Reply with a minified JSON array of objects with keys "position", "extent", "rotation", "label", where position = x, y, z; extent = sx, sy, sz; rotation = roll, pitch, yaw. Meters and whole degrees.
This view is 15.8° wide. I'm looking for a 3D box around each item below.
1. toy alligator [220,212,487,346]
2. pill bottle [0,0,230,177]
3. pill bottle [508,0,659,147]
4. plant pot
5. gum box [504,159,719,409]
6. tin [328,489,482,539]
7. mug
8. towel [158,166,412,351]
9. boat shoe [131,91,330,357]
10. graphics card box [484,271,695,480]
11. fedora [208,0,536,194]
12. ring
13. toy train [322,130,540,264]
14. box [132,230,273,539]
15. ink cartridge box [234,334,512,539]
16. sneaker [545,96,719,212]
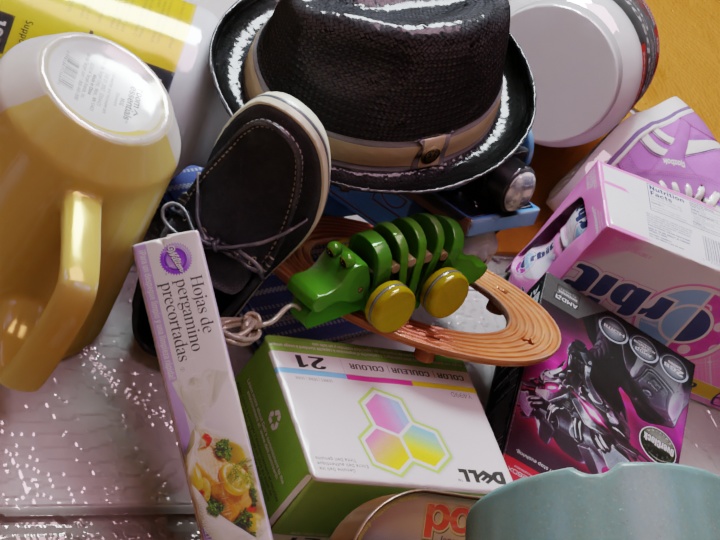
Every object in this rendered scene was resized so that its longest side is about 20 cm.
[{"position":[0.000,0.000,1.503],"extent":[0.200,0.054,0.059],"rotation":[-13,40,-37],"label":"toy alligator"},{"position":[-0.149,-0.119,1.575],"extent":[0.199,0.112,0.112],"rotation":[19,39,-6],"label":"pill bottle"},{"position":[0.146,-0.148,1.831],"extent":[0.116,0.116,0.200],"rotation":[39,16,2],"label":"pill bottle"},{"position":[0.136,0.215,1.366],"extent":[0.200,0.200,0.197],"rotation":[12,62,-31],"label":"plant pot"},{"position":[0.205,0.013,1.756],"extent":[0.200,0.114,0.066],"rotation":[21,40,-22],"label":"gum box"},{"position":[0.065,0.183,1.458],"extent":[0.200,0.042,0.112],"rotation":[12,80,-32],"label":"tin"},{"position":[-0.167,-0.039,1.467],"extent":[0.149,0.153,0.187],"rotation":[-12,59,-47],"label":"mug"},{"position":[-0.067,-0.031,1.658],"extent":[0.145,0.024,0.200],"rotation":[-13,61,-49],"label":"towel"},{"position":[-0.076,-0.020,1.484],"extent":[0.075,0.200,0.062],"rotation":[38,40,4],"label":"boat shoe"},{"position":[0.141,0.106,1.648],"extent":[0.125,0.051,0.200],"rotation":[32,39,-11],"label":"graphics card box"},{"position":[0.015,-0.136,1.517],"extent":[0.200,0.092,0.201],"rotation":[9,48,-10],"label":"fedora"},{"position":[0.028,0.015,1.607],"extent":[0.200,0.019,0.200],"rotation":[18,19,-6],"label":"ring"},{"position":[0.025,-0.072,1.632],"extent":[0.200,0.115,0.087],"rotation":[36,32,32],"label":"toy train"},{"position":[-0.084,0.080,1.427],"extent":[0.039,0.041,0.201],"rotation":[-13,83,-6],"label":"box"},{"position":[0.016,0.143,1.490],"extent":[0.147,0.076,0.200],"rotation":[7,45,-35],"label":"ink cartridge box"},{"position":[0.220,-0.056,1.881],"extent":[0.114,0.073,0.200],"rotation":[50,39,9],"label":"sneaker"}]
